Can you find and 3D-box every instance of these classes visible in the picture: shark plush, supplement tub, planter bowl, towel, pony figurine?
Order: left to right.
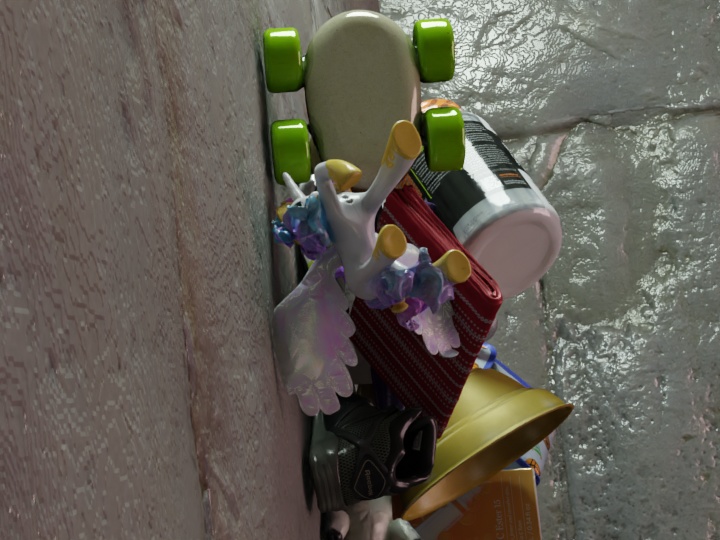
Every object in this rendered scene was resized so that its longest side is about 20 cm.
[{"bbox_3d":[-0.015,0.222,1.423,0.201,0.090,0.084,-112,-148,-43],"label":"shark plush"},{"bbox_3d":[0.005,-0.004,1.174,0.200,0.165,0.195,-23,-91,62],"label":"pony figurine"},{"bbox_3d":[0.052,0.038,1.313,0.145,0.022,0.201,50,-36,26],"label":"towel"},{"bbox_3d":[0.101,0.152,1.458,0.084,0.199,0.201,56,-3,15],"label":"planter bowl"},{"bbox_3d":[0.106,-0.075,1.510,0.123,0.121,0.201,78,-15,-48],"label":"supplement tub"}]

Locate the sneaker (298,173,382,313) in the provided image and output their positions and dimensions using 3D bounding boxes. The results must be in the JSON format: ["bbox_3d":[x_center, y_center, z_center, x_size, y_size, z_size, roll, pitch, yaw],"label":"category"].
[{"bbox_3d":[-0.018,-0.041,1.441,0.074,0.080,0.202,77,8,-52],"label":"sneaker"}]

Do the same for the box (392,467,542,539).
[{"bbox_3d":[0.089,0.288,1.559,0.098,0.197,0.126,78,7,-55],"label":"box"}]

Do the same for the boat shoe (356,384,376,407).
[{"bbox_3d":[0.027,0.182,1.740,0.068,0.071,0.202,80,8,-53],"label":"boat shoe"}]

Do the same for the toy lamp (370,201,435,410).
[{"bbox_3d":[0.039,0.036,1.429,0.058,0.057,0.203,54,38,-81],"label":"toy lamp"}]

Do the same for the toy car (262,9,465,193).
[{"bbox_3d":[-0.002,-0.128,1.361,0.200,0.162,0.160,105,-20,-76],"label":"toy car"}]

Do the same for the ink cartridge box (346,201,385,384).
[{"bbox_3d":[0.000,0.000,1.582,0.145,0.083,0.202,75,9,-61],"label":"ink cartridge box"}]

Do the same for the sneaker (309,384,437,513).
[{"bbox_3d":[0.012,0.150,1.362,0.200,0.113,0.077,-97,179,-74],"label":"sneaker"}]

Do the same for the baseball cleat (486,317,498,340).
[{"bbox_3d":[0.060,0.031,1.735,0.107,0.198,0.070,58,51,-70],"label":"baseball cleat"}]

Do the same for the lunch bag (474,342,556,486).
[{"bbox_3d":[0.121,0.167,1.733,0.124,0.199,0.170,-51,179,25],"label":"lunch bag"}]
